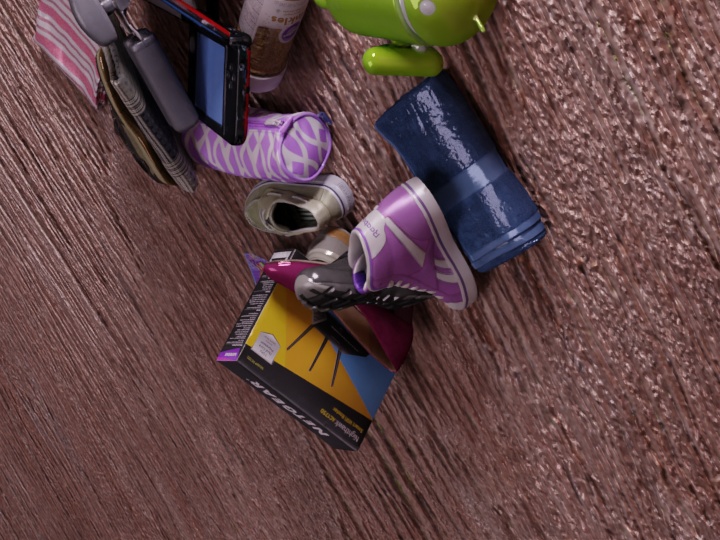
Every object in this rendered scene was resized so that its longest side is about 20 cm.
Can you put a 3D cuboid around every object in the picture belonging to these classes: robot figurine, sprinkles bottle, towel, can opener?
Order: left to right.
[{"bbox_3d":[-0.375,-0.317,1.891,0.146,0.030,0.201,47,146,15],"label":"towel"},{"bbox_3d":[-0.250,-0.233,1.573,0.201,0.067,0.053,63,170,-27],"label":"can opener"},{"bbox_3d":[-0.264,-0.211,1.709,0.193,0.034,0.201,58,-174,-45],"label":"towel"},{"bbox_3d":[-0.093,-0.277,1.538,0.068,0.068,0.201,46,145,14],"label":"sprinkles bottle"},{"bbox_3d":[0.045,-0.269,1.330,0.199,0.115,0.177,17,111,43],"label":"robot figurine"},{"bbox_3d":[0.101,-0.098,1.464,0.201,0.048,0.111,57,145,-1],"label":"towel"}]

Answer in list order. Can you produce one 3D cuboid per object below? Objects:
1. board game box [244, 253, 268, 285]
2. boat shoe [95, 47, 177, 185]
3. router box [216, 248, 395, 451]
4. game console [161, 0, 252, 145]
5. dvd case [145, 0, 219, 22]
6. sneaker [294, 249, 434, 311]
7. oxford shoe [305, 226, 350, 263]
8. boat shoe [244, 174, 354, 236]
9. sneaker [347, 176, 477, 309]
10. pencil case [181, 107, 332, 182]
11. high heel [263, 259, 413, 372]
[{"bbox_3d":[-0.089,0.067,1.791,0.158,0.039,0.201,36,161,25],"label":"board game box"},{"bbox_3d":[-0.289,-0.195,1.847,0.064,0.073,0.201,-10,110,48],"label":"boat shoe"},{"bbox_3d":[-0.051,0.093,1.659,0.200,0.150,0.051,39,156,-29],"label":"router box"},{"bbox_3d":[-0.200,-0.237,1.565,0.200,0.117,0.174,-140,50,-62],"label":"game console"},{"bbox_3d":[-0.219,-0.381,1.652,0.142,0.017,0.201,32,139,33],"label":"dvd case"},{"bbox_3d":[0.000,0.000,1.549,0.075,0.199,0.080,-19,77,39],"label":"sneaker"},{"bbox_3d":[-0.042,0.001,1.724,0.075,0.058,0.200,25,158,-3],"label":"oxford shoe"},{"bbox_3d":[-0.087,-0.075,1.705,0.199,0.062,0.073,-8,112,54],"label":"boat shoe"},{"bbox_3d":[0.047,-0.004,1.504,0.073,0.114,0.201,47,173,42],"label":"sneaker"},{"bbox_3d":[-0.122,-0.150,1.665,0.199,0.085,0.085,9,159,46],"label":"pencil case"},{"bbox_3d":[-0.023,0.048,1.602,0.067,0.198,0.097,-8,70,63],"label":"high heel"}]
